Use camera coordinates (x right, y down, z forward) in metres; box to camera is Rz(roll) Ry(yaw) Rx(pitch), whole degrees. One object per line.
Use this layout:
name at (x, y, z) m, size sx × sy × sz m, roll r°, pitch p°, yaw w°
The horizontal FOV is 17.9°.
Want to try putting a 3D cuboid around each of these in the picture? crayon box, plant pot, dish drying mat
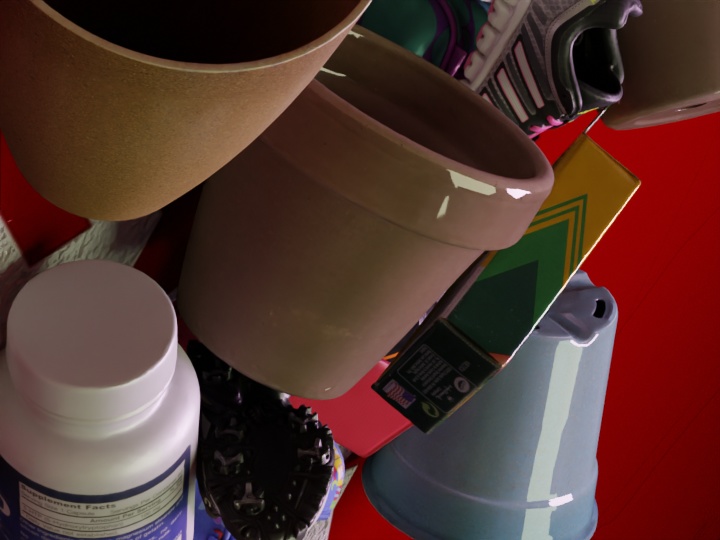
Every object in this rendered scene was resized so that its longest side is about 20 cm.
crayon box at (0.098, -0.002, 1.417) m, size 0.200 × 0.051 × 0.127 m, roll -52°, pitch -179°, yaw -29°
plant pot at (-0.100, -0.111, 1.041) m, size 0.186 × 0.186 × 0.200 m, roll -45°, pitch 170°, yaw -34°
dish drying mat at (-0.039, 0.059, 1.448) m, size 0.077 × 0.018 × 0.200 m, roll -37°, pitch 133°, yaw 25°
plant pot at (0.194, -0.186, 1.448) m, size 0.200 × 0.199 × 0.176 m, roll -7°, pitch 83°, yaw -66°
plant pot at (0.117, 0.101, 1.852) m, size 0.200 × 0.200 × 0.197 m, roll -30°, pitch 138°, yaw -54°
plant pot at (-0.017, -0.030, 1.294) m, size 0.175 × 0.200 × 0.200 m, roll -59°, pitch 161°, yaw 19°

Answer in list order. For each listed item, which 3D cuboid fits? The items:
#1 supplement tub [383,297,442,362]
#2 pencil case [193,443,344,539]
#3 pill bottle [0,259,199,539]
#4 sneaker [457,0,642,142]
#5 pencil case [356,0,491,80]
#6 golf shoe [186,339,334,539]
supplement tub at (0.000, 0.000, 1.496) m, size 0.123 × 0.122 × 0.200 m, roll -50°, pitch 158°, yaw -23°
pencil case at (-0.081, 0.155, 1.575) m, size 0.078 × 0.087 × 0.200 m, roll -43°, pitch 168°, yaw 21°
pill bottle at (-0.149, 0.092, 1.271) m, size 0.120 × 0.119 × 0.201 m, roll -44°, pitch 156°, yaw -35°
sneaker at (0.110, -0.107, 1.383) m, size 0.074 × 0.087 × 0.201 m, roll -29°, pitch 147°, yaw -51°
pencil case at (0.059, -0.140, 1.479) m, size 0.085 × 0.092 × 0.200 m, roll -62°, pitch 160°, yaw 11°
golf shoe at (-0.057, 0.117, 1.327) m, size 0.200 × 0.077 × 0.095 m, roll -106°, pitch -166°, yaw -60°
